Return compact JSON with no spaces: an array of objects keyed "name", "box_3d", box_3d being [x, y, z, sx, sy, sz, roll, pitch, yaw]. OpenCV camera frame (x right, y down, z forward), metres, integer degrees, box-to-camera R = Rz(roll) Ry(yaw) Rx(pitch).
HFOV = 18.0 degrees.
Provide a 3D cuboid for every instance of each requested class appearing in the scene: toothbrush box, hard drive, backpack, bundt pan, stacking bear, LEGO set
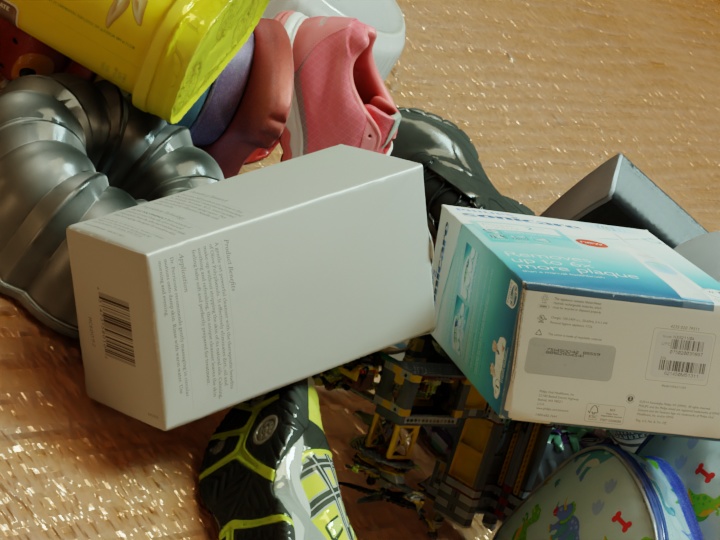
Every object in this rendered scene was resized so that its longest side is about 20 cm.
[{"name":"toothbrush box","box_3d":[0.133,0.029,1.385,0.145,0.086,0.200,7,12,-13]},{"name":"hard drive","box_3d":[0.175,0.014,1.696,0.135,0.200,0.042,42,46,-3]},{"name":"backpack","box_3d":[0.185,0.188,1.377,0.146,0.200,0.184,27,28,-34]},{"name":"bundt pan","box_3d":[-0.152,-0.045,1.373,0.201,0.076,0.202,29,28,-17]},{"name":"stacking bear","box_3d":[-0.156,-0.143,1.495,0.199,0.121,0.115,17,57,-23]},{"name":"LEGO set","box_3d":[0.026,0.102,1.434,0.153,0.117,0.199,24,12,32]}]

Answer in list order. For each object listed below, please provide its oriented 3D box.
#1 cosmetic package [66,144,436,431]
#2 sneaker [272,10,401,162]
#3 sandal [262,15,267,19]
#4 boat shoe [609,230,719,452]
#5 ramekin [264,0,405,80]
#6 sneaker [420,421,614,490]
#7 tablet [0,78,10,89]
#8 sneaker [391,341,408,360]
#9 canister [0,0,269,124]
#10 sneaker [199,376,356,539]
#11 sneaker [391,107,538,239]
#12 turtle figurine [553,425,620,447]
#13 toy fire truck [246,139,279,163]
[{"name":"cosmetic package","box_3d":[-0.058,0.006,1.297,0.199,0.109,0.085,-18,23,-37]},{"name":"sneaker","box_3d":[-0.011,-0.083,1.586,0.074,0.086,0.202,-46,129,-58]},{"name":"sandal","box_3d":[-0.136,-0.213,1.577,0.200,0.080,0.058,34,67,-18]},{"name":"boat shoe","box_3d":[0.223,0.057,1.557,0.066,0.071,0.201,59,37,-31]},{"name":"ramekin","box_3d":[-0.052,-0.210,1.835,0.202,0.094,0.203,35,23,-17]},{"name":"sneaker","box_3d":[0.120,0.118,1.542,0.200,0.088,0.074,44,22,3]},{"name":"tablet","box_3d":[-0.149,-0.045,1.485,0.130,0.014,0.201,10,38,-52]},{"name":"sneaker","box_3d":[0.000,0.000,1.558,0.199,0.087,0.075,25,28,-34]},{"name":"canister","box_3d":[-0.165,-0.195,1.405,0.199,0.087,0.149,30,43,5]},{"name":"sneaker","box_3d":[-0.041,0.138,1.277,0.076,0.075,0.201,39,31,-30]},{"name":"sneaker","box_3d":[0.077,-0.052,1.788,0.200,0.076,0.091,39,19,-6]},{"name":"turtle figurine","box_3d":[0.137,0.074,1.601,0.200,0.100,0.150,73,-7,-61]},{"name":"toy fire truck","box_3d":[-0.141,-0.145,1.630,0.141,0.049,0.199,51,23,20]}]
